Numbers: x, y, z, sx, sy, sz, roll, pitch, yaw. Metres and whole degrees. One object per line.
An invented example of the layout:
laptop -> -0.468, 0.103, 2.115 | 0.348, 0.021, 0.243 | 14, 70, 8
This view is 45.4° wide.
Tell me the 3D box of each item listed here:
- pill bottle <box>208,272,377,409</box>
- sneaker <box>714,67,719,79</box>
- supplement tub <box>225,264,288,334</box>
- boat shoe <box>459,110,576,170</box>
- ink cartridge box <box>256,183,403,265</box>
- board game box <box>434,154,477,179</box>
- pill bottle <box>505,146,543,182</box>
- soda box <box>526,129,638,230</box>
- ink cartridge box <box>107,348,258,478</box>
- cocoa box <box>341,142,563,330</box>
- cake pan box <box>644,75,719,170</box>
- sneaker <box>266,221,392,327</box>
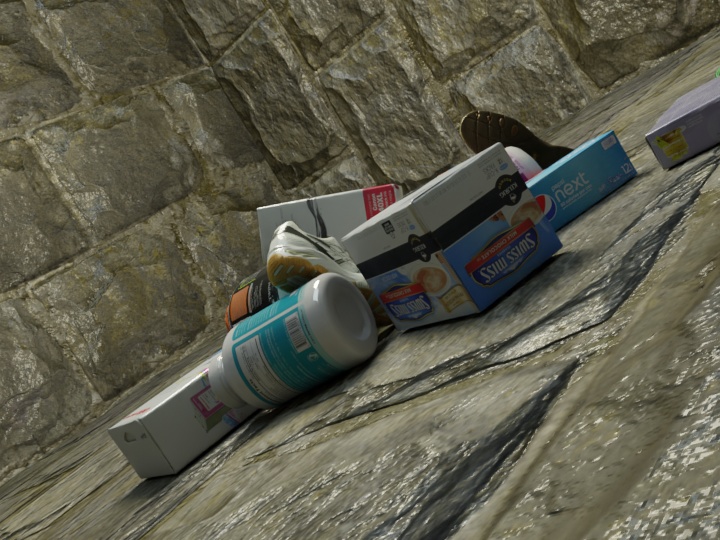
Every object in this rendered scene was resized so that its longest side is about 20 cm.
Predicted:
pill bottle -> -0.086, 0.092, 1.010 | 0.199, 0.111, 0.111 | -30, 5, 27
sneaker -> 0.544, -0.302, 1.146 | 0.199, 0.078, 0.085 | -35, 4, -20
supplement tub -> -0.103, 0.049, 1.168 | 0.122, 0.123, 0.200 | -35, 5, -33
boat shoe -> 0.232, -0.166, 1.240 | 0.068, 0.199, 0.072 | 123, 171, -87
ink cartridge box -> -0.037, -0.067, 1.235 | 0.198, 0.084, 0.145 | -9, 4, 7
board game box -> 0.154, -0.096, 1.342 | 0.105, 0.103, 0.200 | -45, 7, -12
pill bottle -> 0.147, -0.068, 1.134 | 0.199, 0.113, 0.112 | -33, 4, -10
soda box -> 0.238, -0.091, 1.061 | 0.199, 0.064, 0.068 | -33, 4, -13
ink cartridge box -> -0.210, 0.178, 1.121 | 0.200, 0.085, 0.144 | -34, 4, -34
cocoa box -> 0.094, -0.029, 0.942 | 0.133, 0.132, 0.200 | -34, 5, -24
cake pan box -> 0.437, -0.202, 0.987 | 0.184, 0.053, 0.200 | -27, 7, 37
sneaker -> -0.024, 0.001, 1.062 | 0.076, 0.199, 0.088 | -40, 37, 31
